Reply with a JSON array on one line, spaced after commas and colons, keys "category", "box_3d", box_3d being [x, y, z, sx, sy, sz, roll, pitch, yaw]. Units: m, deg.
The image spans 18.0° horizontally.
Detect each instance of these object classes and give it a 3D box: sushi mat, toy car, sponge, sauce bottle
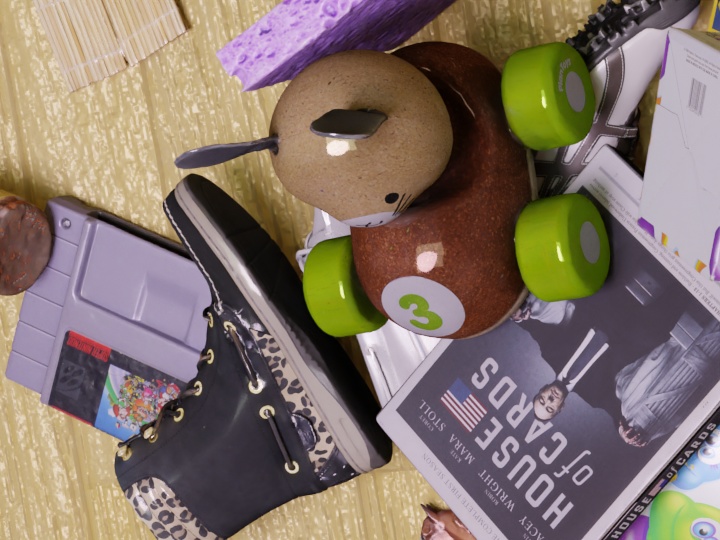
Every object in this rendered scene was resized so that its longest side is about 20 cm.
[{"category": "sushi mat", "box_3d": [-0.179, -0.217, 1.398, 0.095, 0.012, 0.201, -22, 90, 25]}, {"category": "toy car", "box_3d": [0.006, -0.047, 1.151, 0.164, 0.200, 0.159, -10, 81, 32]}, {"category": "sponge", "box_3d": [0.012, -0.149, 1.217, 0.111, 0.200, 0.030, -37, 85, 27]}, {"category": "sauce bottle", "box_3d": [-0.284, -0.040, 1.445, 0.199, 0.066, 0.066, 20, 108, 35]}]

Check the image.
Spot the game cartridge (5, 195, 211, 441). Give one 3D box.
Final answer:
[{"category": "game cartridge", "box_3d": [-0.123, 0.049, 1.412, 0.199, 0.038, 0.130, 23, 104, 20]}]

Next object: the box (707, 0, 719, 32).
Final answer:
[{"category": "box", "box_3d": [0.212, -0.081, 1.207, 0.064, 0.070, 0.201, 17, 106, 20]}]

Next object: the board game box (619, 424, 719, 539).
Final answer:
[{"category": "board game box", "box_3d": [0.224, 0.111, 1.219, 0.199, 0.103, 0.106, -3, 98, 26]}]

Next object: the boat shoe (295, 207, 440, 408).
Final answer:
[{"category": "boat shoe", "box_3d": [0.000, 0.000, 1.322, 0.068, 0.072, 0.201, -26, 98, 10]}]

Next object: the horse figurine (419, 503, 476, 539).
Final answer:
[{"category": "horse figurine", "box_3d": [0.100, 0.226, 1.312, 0.199, 0.050, 0.133, 19, 95, 44]}]

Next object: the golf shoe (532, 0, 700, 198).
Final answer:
[{"category": "golf shoe", "box_3d": [0.130, -0.076, 1.256, 0.094, 0.078, 0.200, 41, 117, -6]}]

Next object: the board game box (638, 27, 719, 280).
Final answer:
[{"category": "board game box", "box_3d": [0.253, -0.051, 1.114, 0.199, 0.105, 0.104, 3, 106, -15]}]

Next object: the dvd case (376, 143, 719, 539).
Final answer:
[{"category": "dvd case", "box_3d": [0.115, 0.056, 1.197, 0.200, 0.025, 0.150, -50, 58, 13]}]

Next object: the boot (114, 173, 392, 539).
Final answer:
[{"category": "boot", "box_3d": [-0.093, 0.063, 1.336, 0.153, 0.073, 0.204, -33, 95, 16]}]
